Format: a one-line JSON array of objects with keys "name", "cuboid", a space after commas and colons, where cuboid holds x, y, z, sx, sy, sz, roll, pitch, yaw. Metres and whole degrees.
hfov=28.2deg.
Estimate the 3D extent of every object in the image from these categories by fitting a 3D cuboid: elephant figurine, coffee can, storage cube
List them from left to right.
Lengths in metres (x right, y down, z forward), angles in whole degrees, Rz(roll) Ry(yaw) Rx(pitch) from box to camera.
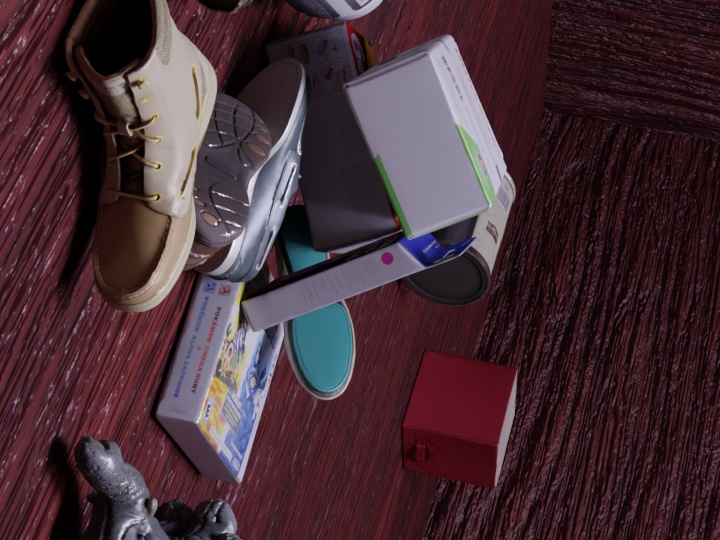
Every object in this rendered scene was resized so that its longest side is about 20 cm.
[{"name": "elephant figurine", "cuboid": [-0.174, 0.230, 1.084, 0.141, 0.155, 0.200, -37, 159, 10]}, {"name": "coffee can", "cuboid": [0.154, -0.065, 2.259, 0.146, 0.146, 0.200, 88, 17, -49]}, {"name": "storage cube", "cuboid": [0.186, 0.280, 2.671, 0.171, 0.180, 0.200, 86, 18, -53]}]

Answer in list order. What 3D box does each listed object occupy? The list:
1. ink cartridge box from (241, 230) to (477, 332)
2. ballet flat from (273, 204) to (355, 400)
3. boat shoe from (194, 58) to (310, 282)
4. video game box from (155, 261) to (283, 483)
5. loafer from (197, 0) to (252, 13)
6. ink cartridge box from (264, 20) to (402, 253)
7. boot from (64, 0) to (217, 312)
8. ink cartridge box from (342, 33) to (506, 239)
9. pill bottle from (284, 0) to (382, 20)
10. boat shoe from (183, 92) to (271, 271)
[{"name": "ink cartridge box", "cuboid": [0.000, 0.000, 1.267, 0.095, 0.200, 0.037, -38, 109, -72]}, {"name": "ballet flat", "cuboid": [-0.048, 0.035, 1.377, 0.069, 0.069, 0.200, 70, 11, -69]}, {"name": "boat shoe", "cuboid": [-0.086, -0.084, 1.232, 0.062, 0.073, 0.200, 30, 78, -51]}, {"name": "video game box", "cuboid": [-0.122, 0.083, 1.326, 0.200, 0.047, 0.182, 74, 27, -66]}, {"name": "loafer", "cuboid": [-0.120, -0.242, 0.985, 0.070, 0.075, 0.200, -60, 157, -24]}, {"name": "ink cartridge box", "cuboid": [-0.011, -0.122, 1.385, 0.176, 0.084, 0.200, -1, 77, -79]}, {"name": "boot", "cuboid": [-0.151, -0.085, 0.946, 0.155, 0.073, 0.200, 68, 33, -71]}, {"name": "ink cartridge box", "cuboid": [0.063, -0.126, 1.288, 0.200, 0.084, 0.146, -55, 123, -74]}, {"name": "pill bottle", "cuboid": [-0.034, -0.280, 1.223, 0.200, 0.116, 0.116, 9, 92, -79]}, {"name": "boat shoe", "cuboid": [-0.124, -0.073, 1.135, 0.072, 0.076, 0.200, -47, -163, 31]}]
